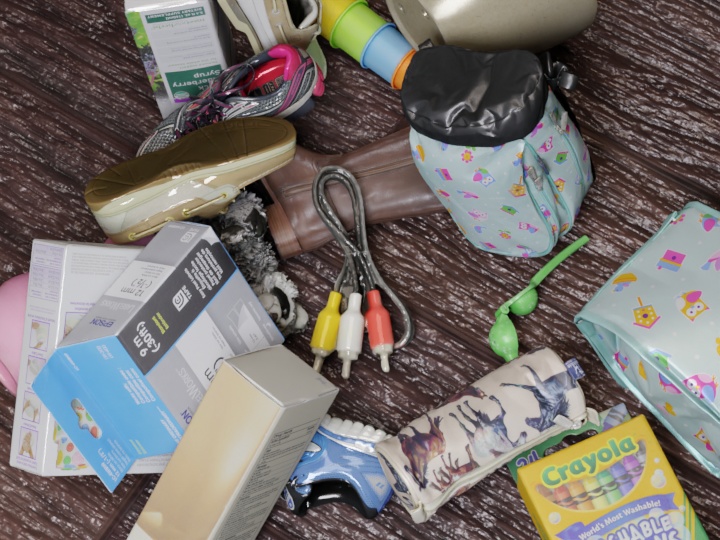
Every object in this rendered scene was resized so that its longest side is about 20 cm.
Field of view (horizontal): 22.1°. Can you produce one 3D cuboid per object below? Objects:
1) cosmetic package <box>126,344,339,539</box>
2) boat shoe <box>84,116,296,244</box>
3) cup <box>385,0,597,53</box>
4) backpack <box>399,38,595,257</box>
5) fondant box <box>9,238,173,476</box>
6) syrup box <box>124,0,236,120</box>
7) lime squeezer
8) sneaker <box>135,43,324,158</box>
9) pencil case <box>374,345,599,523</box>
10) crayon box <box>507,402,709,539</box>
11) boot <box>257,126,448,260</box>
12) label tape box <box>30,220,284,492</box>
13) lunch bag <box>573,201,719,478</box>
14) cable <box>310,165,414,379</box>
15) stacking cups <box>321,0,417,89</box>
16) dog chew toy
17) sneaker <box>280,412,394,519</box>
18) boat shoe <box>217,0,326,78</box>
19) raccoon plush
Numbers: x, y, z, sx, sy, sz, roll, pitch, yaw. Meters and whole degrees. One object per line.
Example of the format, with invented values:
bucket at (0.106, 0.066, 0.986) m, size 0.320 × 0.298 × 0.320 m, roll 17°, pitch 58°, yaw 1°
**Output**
cosmetic package at (-0.110, 0.168, 1.573) m, size 0.071 × 0.105 × 0.200 m, roll 36°, pitch 109°, yaw 20°
boat shoe at (-0.149, -0.081, 1.678) m, size 0.199 × 0.067 × 0.074 m, roll -18°, pitch 37°, yaw 0°
cup at (0.108, -0.274, 1.764) m, size 0.143 × 0.200 × 0.200 m, roll -37°, pitch 67°, yaw -13°
backpack at (0.130, -0.108, 1.689) m, size 0.167 × 0.200 × 0.127 m, roll 17°, pitch 64°, yaw 39°
fondant box at (-0.225, 0.077, 1.617) m, size 0.058 × 0.144 × 0.201 m, roll 7°, pitch 92°, yaw 46°
syrup box at (-0.170, -0.229, 1.768) m, size 0.078 × 0.200 × 0.082 m, roll -7°, pitch 62°, yaw 2°
lime squeezer at (0.158, 0.045, 1.698) m, size 0.070 × 0.038 × 0.201 m, roll 11°, pitch 65°, yaw 10°
sneaker at (-0.132, -0.149, 1.722) m, size 0.200 × 0.075 × 0.081 m, roll -36°, pitch 72°, yaw 5°
pencil case at (0.107, 0.143, 1.600) m, size 0.200 × 0.078 × 0.089 m, roll -30°, pitch 41°, yaw -18°
crayon box at (0.220, 0.215, 1.603) m, size 0.125 × 0.052 × 0.200 m, roll -23°, pitch 64°, yaw -6°
boot at (-0.008, -0.119, 1.776) m, size 0.199 × 0.064 × 0.187 m, roll -19°, pitch 77°, yaw 0°
label tape box at (-0.171, 0.077, 1.584) m, size 0.066 × 0.144 × 0.200 m, roll 7°, pitch 49°, yaw 43°
lunch bag at (0.310, 0.054, 1.635) m, size 0.170 × 0.122 × 0.200 m, roll -43°, pitch 74°, yaw -14°
cable at (0.000, 0.000, 1.703) m, size 0.097 × 0.050 × 0.201 m, roll -2°, pitch 85°, yaw 1°
stacking cups at (0.030, -0.209, 1.826) m, size 0.200 × 0.061 × 0.061 m, roll 41°, pitch 74°, yaw 16°
dog chew toy at (-0.253, 0.034, 1.700) m, size 0.200 × 0.125 × 0.125 m, roll -38°, pitch 67°, yaw -22°
sneaker at (-0.061, 0.165, 1.638) m, size 0.199 × 0.079 × 0.089 m, roll 18°, pitch 65°, yaw 13°
boat shoe at (-0.070, -0.237, 1.760) m, size 0.068 × 0.200 × 0.075 m, roll -13°, pitch 62°, yaw 19°
raccoon plush at (-0.109, -0.012, 1.745) m, size 0.096 × 0.134 × 0.200 m, roll -24°, pitch 31°, yaw 10°
